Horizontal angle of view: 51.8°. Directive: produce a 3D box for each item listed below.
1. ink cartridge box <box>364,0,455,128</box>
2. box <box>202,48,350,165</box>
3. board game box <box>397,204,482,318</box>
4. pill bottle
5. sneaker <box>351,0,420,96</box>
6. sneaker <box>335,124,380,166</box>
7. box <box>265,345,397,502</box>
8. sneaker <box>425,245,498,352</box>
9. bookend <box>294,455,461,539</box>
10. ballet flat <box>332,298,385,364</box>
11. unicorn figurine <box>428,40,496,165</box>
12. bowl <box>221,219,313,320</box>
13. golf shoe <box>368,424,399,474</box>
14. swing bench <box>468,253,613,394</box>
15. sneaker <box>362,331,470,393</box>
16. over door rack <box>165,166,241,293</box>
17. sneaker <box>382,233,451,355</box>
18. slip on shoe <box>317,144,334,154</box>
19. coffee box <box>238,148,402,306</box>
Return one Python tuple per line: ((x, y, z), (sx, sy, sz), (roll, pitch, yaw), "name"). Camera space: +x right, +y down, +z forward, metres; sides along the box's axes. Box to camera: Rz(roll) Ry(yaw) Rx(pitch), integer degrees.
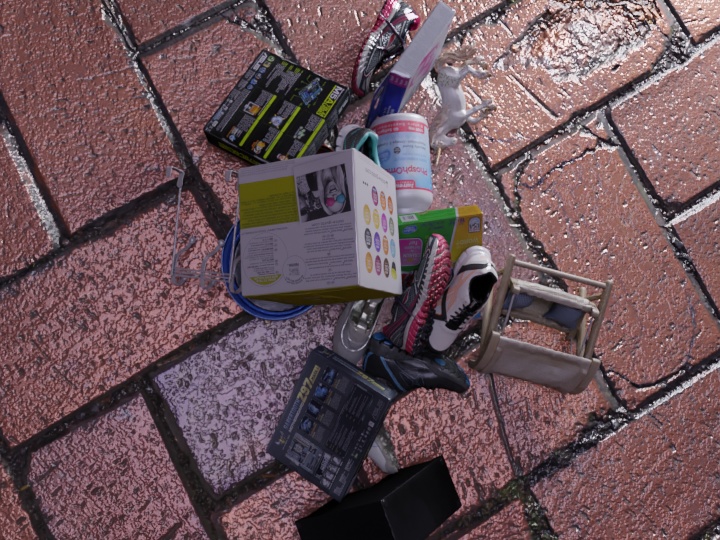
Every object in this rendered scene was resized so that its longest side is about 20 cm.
((0.083, -0.340, 1.303), (0.043, 0.196, 0.202), (33, 80, 1), "ink cartridge box")
((-0.145, -0.273, 1.305), (0.190, 0.048, 0.202), (27, 71, 13), "box")
((0.136, -0.004, 1.289), (0.149, 0.041, 0.204), (-8, 117, -8), "board game box")
((0.074, -0.166, 1.322), (0.106, 0.109, 0.205), (-3, 82, -7), "pill bottle")
((0.043, -0.408, 1.360), (0.074, 0.081, 0.203), (28, 80, -5), "sneaker")
((-0.003, -0.152, 1.282), (0.076, 0.091, 0.206), (-4, 96, -27), "sneaker")
((-0.050, 0.251, 1.227), (0.156, 0.051, 0.203), (28, 102, 14), "box")
((0.166, 0.059, 1.259), (0.072, 0.080, 0.203), (16, 113, -21), "sneaker")
((0.031, 0.405, 1.234), (0.198, 0.197, 0.094), (-26, 83, 35), "bookend")
((0.006, 0.075, 1.290), (0.068, 0.069, 0.204), (24, 88, -2), "ballet flat")
((0.180, -0.307, 1.371), (0.134, 0.074, 0.205), (-13, 93, 1), "unicorn figurine")
((-0.145, -0.014, 1.303), (0.195, 0.039, 0.206), (0, 83, -1), "bowl")
((-0.014, 0.276, 1.281), (0.097, 0.078, 0.202), (-37, 83, 8), "golf shoe")
((0.314, 0.100, 1.303), (0.194, 0.130, 0.205), (14, 81, -5), "swing bench")
((0.097, 0.178, 1.308), (0.196, 0.073, 0.083), (22, 106, -5), "sneaker")
((-0.252, -0.071, 1.253), (0.145, 0.066, 0.205), (6, 100, 29), "over door rack")
((0.093, 0.035, 1.236), (0.074, 0.080, 0.204), (24, 101, 26), "sneaker")
((-0.128, -0.213, 1.330), (0.195, 0.061, 0.076), (14, 82, -3), "slip on shoe")
((-0.059, -0.055, 1.160), (0.195, 0.199, 0.203), (-6, 82, 21), "coffee box")
